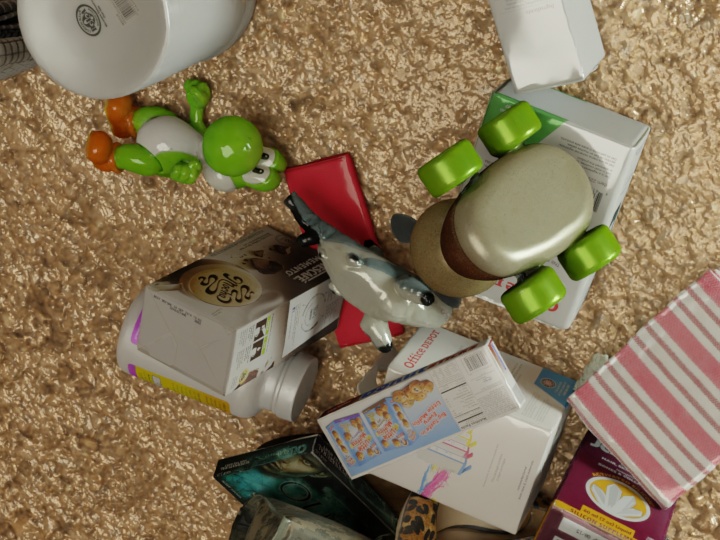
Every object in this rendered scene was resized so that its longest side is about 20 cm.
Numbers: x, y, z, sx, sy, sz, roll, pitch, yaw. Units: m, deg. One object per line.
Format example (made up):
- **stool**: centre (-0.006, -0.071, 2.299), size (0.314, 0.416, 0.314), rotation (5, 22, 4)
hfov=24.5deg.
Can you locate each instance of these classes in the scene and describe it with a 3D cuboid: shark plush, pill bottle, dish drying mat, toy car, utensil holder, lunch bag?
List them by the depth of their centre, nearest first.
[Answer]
- **toy car**: centre (0.108, -0.032, 1.534), size (0.164, 0.158, 0.200), rotation (57, 147, -1)
- **utensil holder**: centre (-0.214, -0.263, 1.596), size (0.170, 0.200, 0.170), rotation (7, 112, 18)
- **shark plush**: centre (0.000, 0.000, 1.669), size (0.200, 0.083, 0.091), rotation (30, 126, 7)
- **lunch bag**: centre (-0.047, 0.307, 1.689), size (0.164, 0.200, 0.118), rotation (25, 88, -12)
- **dish drying mat**: centre (-0.016, -0.020, 1.719), size (0.077, 0.018, 0.200), rotation (-12, 104, 22)
- **pill bottle**: centre (-0.150, 0.092, 1.760), size (0.200, 0.104, 0.104), rotation (21, 115, 11)

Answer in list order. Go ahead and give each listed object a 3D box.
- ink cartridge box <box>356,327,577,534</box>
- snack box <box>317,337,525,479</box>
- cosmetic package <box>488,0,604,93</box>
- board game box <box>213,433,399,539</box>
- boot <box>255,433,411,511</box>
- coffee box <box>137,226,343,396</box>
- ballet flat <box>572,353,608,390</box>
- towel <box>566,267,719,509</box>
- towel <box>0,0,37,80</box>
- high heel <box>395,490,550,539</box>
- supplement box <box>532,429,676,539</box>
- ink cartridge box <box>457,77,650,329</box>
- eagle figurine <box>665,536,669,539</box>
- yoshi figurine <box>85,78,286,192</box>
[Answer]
- **ink cartridge box**: centre (0.098, 0.152, 1.679), size (0.200, 0.129, 0.125), rotation (21, 115, 13)
- **snack box**: centre (0.057, 0.135, 1.602), size (0.200, 0.024, 0.072), rotation (-26, 99, 26)
- **cosmetic package**: centre (0.157, -0.271, 1.516), size (0.074, 0.102, 0.200), rotation (-10, 104, 24)
- **board game box**: centre (-0.044, 0.254, 1.768), size (0.135, 0.028, 0.200), rotation (-19, 129, 33)
- **boot**: centre (-0.019, 0.221, 1.783), size (0.200, 0.074, 0.076), rotation (3, 117, 16)
- **coffee box**: centre (-0.114, 0.037, 1.660), size (0.113, 0.200, 0.080), rotation (26, 120, 24)
- **ballet flat**: centre (0.310, 0.129, 1.633), size (0.200, 0.072, 0.072), rotation (17, 114, 11)
- **towel**: centre (0.316, 0.112, 1.587), size (0.200, 0.030, 0.146), rotation (-43, 72, 10)
- **towel**: centre (-0.421, -0.228, 1.705), size (0.200, 0.166, 0.086), rotation (-17, 97, 24)
- **high heel**: centre (0.121, 0.257, 1.674), size (0.142, 0.200, 0.072), rotation (5, 97, 20)
- **supplement box**: centre (0.241, 0.240, 1.620), size (0.110, 0.200, 0.086), rotation (26, 115, 9)
- **ink cartridge box**: centre (0.172, -0.065, 1.595), size (0.146, 0.084, 0.200), rotation (23, 116, 11)
- **eagle figurine**: centre (0.259, 0.378, 1.712), size (0.152, 0.151, 0.200), rotation (33, 128, 17)
- **yoshi figurine**: centre (-0.175, -0.133, 1.686), size (0.200, 0.112, 0.113), rotation (12, 107, 12)
